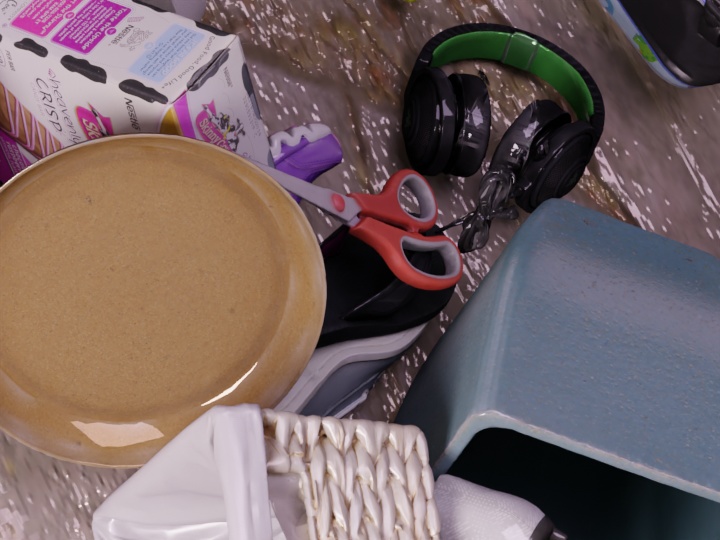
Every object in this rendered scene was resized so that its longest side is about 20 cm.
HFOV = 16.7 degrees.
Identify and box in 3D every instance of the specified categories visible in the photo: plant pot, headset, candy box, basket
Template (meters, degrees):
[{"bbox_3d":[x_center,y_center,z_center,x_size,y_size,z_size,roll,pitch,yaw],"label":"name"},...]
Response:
[{"bbox_3d":[0.125,0.079,1.390,0.195,0.197,0.201,19,50,-12],"label":"plant pot"},{"bbox_3d":[0.085,-0.087,1.477,0.123,0.094,0.201,19,45,-2],"label":"headset"},{"bbox_3d":[-0.144,-0.088,1.332,0.199,0.137,0.061,21,55,31],"label":"candy box"},{"bbox_3d":[-0.117,0.013,1.268,0.199,0.201,0.028,9,29,-17],"label":"plant pot"},{"bbox_3d":[-0.049,0.161,1.285,0.123,0.200,0.136,2,68,-26],"label":"basket"}]

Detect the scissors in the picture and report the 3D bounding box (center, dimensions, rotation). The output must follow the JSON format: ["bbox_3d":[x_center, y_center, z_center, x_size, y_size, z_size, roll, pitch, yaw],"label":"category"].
[{"bbox_3d":[-0.005,-0.027,1.335,0.200,0.014,0.074,6,66,-57],"label":"scissors"}]

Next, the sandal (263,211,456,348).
[{"bbox_3d":[0.000,0.001,1.393,0.075,0.048,0.200,48,35,15],"label":"sandal"}]

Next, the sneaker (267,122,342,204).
[{"bbox_3d":[-0.080,-0.007,1.412,0.200,0.080,0.089,-40,93,-24],"label":"sneaker"}]

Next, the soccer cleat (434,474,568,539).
[{"bbox_3d":[0.055,0.186,1.327,0.086,0.201,0.070,26,45,16],"label":"soccer cleat"}]

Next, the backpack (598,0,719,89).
[{"bbox_3d":[0.239,-0.230,1.575,0.199,0.147,0.183,-32,81,-24],"label":"backpack"}]

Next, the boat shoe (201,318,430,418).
[{"bbox_3d":[-0.030,0.057,1.409,0.073,0.062,0.200,36,41,16],"label":"boat shoe"}]

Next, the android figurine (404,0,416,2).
[{"bbox_3d":[0.008,-0.262,1.565,0.181,0.041,0.201,-19,75,-26],"label":"android figurine"}]

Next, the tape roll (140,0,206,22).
[{"bbox_3d":[-0.182,-0.180,1.371,0.202,0.203,0.037,32,62,-5],"label":"tape roll"}]
